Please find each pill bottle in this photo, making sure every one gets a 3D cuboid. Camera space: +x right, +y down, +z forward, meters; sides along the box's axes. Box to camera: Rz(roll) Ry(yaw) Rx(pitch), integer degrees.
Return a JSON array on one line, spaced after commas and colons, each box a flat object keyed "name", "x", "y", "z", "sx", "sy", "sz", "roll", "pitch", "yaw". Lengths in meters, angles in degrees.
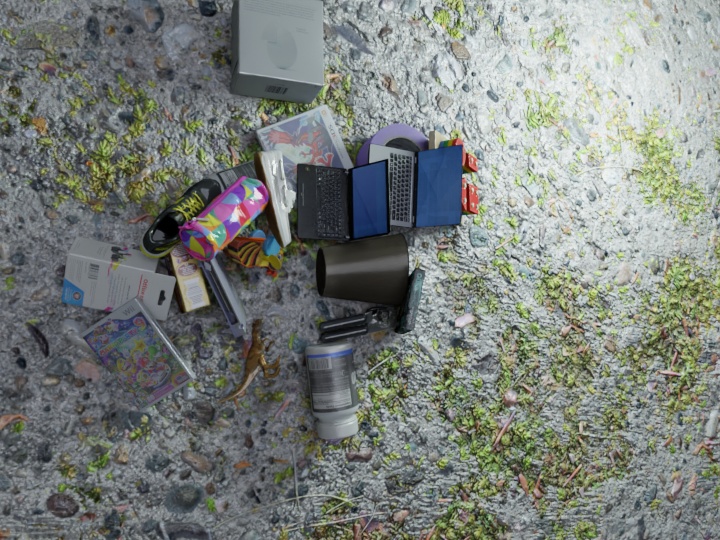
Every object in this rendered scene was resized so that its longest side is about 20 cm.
[{"name": "pill bottle", "x": -0.270, "y": -0.168, "z": 1.140, "sx": 0.197, "sy": 0.116, "sz": 0.118, "roll": -24, "pitch": 94, "yaw": -22}, {"name": "pill bottle", "x": -0.062, "y": 0.271, "z": 1.189, "sx": 0.111, "sy": 0.113, "sz": 0.205, "roll": -6, "pitch": 88, "yaw": -22}]

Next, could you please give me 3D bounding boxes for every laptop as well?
[{"name": "laptop", "x": -0.041, "y": -0.166, "z": 1.195, "sx": 0.196, "sy": 0.103, "sz": 0.182, "roll": 3, "pitch": 80, "yaw": -21}, {"name": "laptop", "x": 0.125, "y": -0.204, "z": 1.217, "sx": 0.196, "sy": 0.116, "sz": 0.192, "roll": 5, "pitch": 83, "yaw": -22}]

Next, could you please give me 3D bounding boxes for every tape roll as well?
[{"name": "tape roll", "x": 0.091, "y": -0.259, "z": 1.314, "sx": 0.196, "sy": 0.085, "sz": 0.205, "roll": 2, "pitch": 84, "yaw": -22}]

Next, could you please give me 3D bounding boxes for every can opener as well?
[{"name": "can opener", "x": -0.005, "y": 0.129, "z": 1.265, "sx": 0.196, "sy": 0.067, "sz": 0.055, "roll": -11, "pitch": 101, "yaw": -11}]

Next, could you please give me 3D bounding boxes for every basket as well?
[{"name": "basket", "x": 0.000, "y": 0.000, "z": 1.229, "sx": 0.196, "sy": 0.136, "sz": 0.184, "roll": -1, "pitch": 112, "yaw": -18}]

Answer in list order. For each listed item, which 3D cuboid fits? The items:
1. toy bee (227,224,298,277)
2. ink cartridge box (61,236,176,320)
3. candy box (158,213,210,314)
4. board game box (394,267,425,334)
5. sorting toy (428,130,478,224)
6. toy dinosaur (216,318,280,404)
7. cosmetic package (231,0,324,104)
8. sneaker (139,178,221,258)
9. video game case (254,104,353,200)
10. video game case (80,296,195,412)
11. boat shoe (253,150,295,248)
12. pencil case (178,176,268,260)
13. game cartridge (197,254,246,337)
[{"name": "toy bee", "x": -0.208, "y": -0.032, "z": 1.160, "sx": 0.197, "sy": 0.130, "sz": 0.111, "roll": -6, "pitch": 112, "yaw": -33}, {"name": "ink cartridge box", "x": -0.475, "y": 0.020, "z": 1.037, "sx": 0.196, "sy": 0.068, "sz": 0.117, "roll": 14, "pitch": 118, "yaw": -21}, {"name": "candy box", "x": -0.372, "y": -0.015, "z": 1.082, "sx": 0.056, "sy": 0.116, "sz": 0.204, "roll": -18, "pitch": 93, "yaw": -26}, {"name": "board game box", "x": 0.116, "y": 0.079, "z": 1.236, "sx": 0.028, "sy": 0.200, "sz": 0.138, "roll": 12, "pitch": 81, "yaw": 1}, {"name": "sorting toy", "x": 0.245, "y": -0.234, "z": 1.328, "sx": 0.197, "sy": 0.068, "sz": 0.205, "roll": 8, "pitch": 81, "yaw": -59}, {"name": "toy dinosaur", "x": -0.236, "y": 0.214, "z": 1.163, "sx": 0.104, "sy": 0.061, "sz": 0.204, "roll": 14, "pitch": 74, "yaw": 4}, {"name": "cosmetic package", "x": -0.193, "y": -0.514, "z": 1.197, "sx": 0.195, "sy": 0.123, "sz": 0.205, "roll": 1, "pitch": 86, "yaw": -22}, {"name": "sneaker", "x": -0.336, "y": -0.102, "z": 0.998, "sx": 0.074, "sy": 0.084, "sz": 0.201, "roll": 43, "pitch": 68, "yaw": -15}, {"name": "video game case", "x": -0.130, "y": -0.284, "z": 1.258, "sx": 0.198, "sy": 0.023, "sz": 0.185, "roll": -27, "pitch": 96, "yaw": -22}, {"name": "video game case", "x": -0.447, "y": 0.172, "z": 1.047, "sx": 0.142, "sy": 0.018, "sz": 0.202, "roll": -30, "pitch": 102, "yaw": 8}, {"name": "boat shoe", "x": -0.166, "y": -0.151, "z": 1.092, "sx": 0.068, "sy": 0.070, "sz": 0.204, "roll": -18, "pitch": 106, "yaw": -26}, {"name": "pencil case", "x": -0.260, "y": -0.104, "z": 1.001, "sx": 0.089, "sy": 0.088, "sz": 0.201, "roll": 47, "pitch": 46, "yaw": -12}, {"name": "game cartridge", "x": -0.294, "y": 0.028, "z": 1.089, "sx": 0.038, "sy": 0.130, "sz": 0.203, "roll": -24, "pitch": 108, "yaw": -9}]
